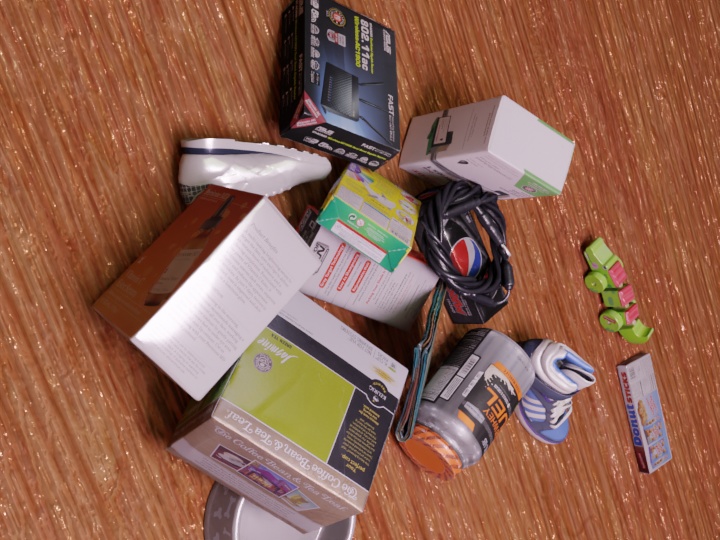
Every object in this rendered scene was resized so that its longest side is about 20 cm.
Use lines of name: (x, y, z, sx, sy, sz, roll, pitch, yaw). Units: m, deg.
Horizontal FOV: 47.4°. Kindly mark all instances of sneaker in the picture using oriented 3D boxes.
sneaker: (-0.130, -0.119, 1.018, 0.198, 0.076, 0.081, 0, 96, -28)
sneaker: (0.302, 0.191, 1.245, 0.080, 0.146, 0.201, -41, 109, -29)

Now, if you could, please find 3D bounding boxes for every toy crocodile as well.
toy crocodile: (0.437, 0.037, 1.400, 0.067, 0.062, 0.201, -33, 105, -31)

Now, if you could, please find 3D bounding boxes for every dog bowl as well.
dog bowl: (-0.091, 0.309, 1.020, 0.199, 0.058, 0.202, 2, 87, -35)

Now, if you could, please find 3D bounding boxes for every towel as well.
towel: (0.082, 0.112, 1.074, 0.200, 0.022, 0.148, -64, 166, -62)

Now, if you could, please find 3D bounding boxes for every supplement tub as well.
supplement tub: (0.147, 0.188, 1.154, 0.200, 0.122, 0.123, -48, 113, -26)

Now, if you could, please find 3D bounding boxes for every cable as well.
cable: (0.150, -0.043, 1.108, 0.199, 0.051, 0.165, 22, 71, -44)

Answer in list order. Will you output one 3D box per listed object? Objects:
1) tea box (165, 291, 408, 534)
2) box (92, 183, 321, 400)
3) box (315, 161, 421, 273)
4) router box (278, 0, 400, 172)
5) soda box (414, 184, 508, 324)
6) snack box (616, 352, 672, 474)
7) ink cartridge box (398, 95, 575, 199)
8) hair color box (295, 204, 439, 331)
tea box: (-0.079, 0.158, 0.944, 0.199, 0.133, 0.198, 37, 48, -15)
box: (-0.171, 0.016, 0.901, 0.200, 0.152, 0.106, -49, 121, -16)
box: (0.016, -0.081, 1.055, 0.117, 0.048, 0.200, 34, 25, -6)
router box: (-0.026, -0.246, 1.064, 0.149, 0.062, 0.202, 15, 62, -34)
soda box: (0.139, -0.022, 1.190, 0.063, 0.071, 0.201, -35, 107, -32)
snack box: (0.506, 0.253, 1.457, 0.072, 0.024, 0.202, -18, 98, -35)
ink cartridge box: (0.171, -0.162, 1.146, 0.145, 0.199, 0.085, 24, 77, -30)
hair color box: (0.000, 0.000, 1.078, 0.199, 0.061, 0.102, 22, 103, -32)
